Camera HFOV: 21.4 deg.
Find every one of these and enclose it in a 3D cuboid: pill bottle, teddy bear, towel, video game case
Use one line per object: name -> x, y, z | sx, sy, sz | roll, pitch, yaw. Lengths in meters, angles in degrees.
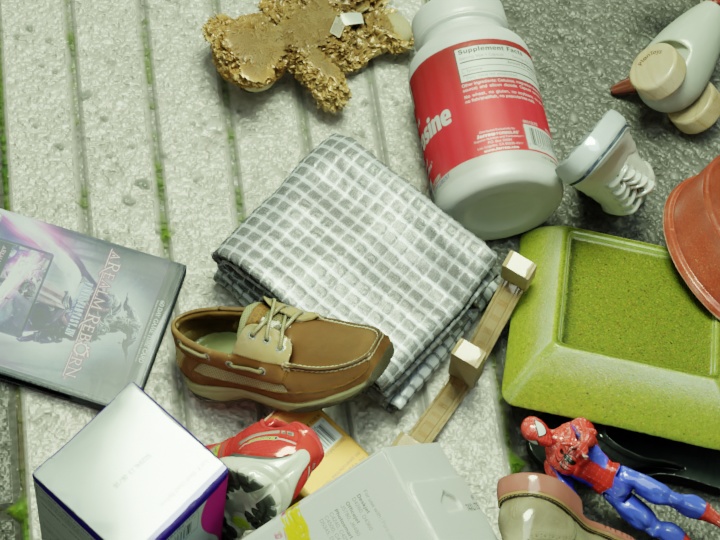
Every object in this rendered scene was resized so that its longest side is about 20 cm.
pill bottle -> 0.103, -0.137, 1.649 | 0.111, 0.113, 0.202 | -6, 62, -10
teddy bear -> -0.044, -0.206, 1.705 | 0.145, 0.067, 0.200 | 45, 59, 6
towel -> 0.000, 0.000, 1.580 | 0.199, 0.086, 0.166 | 37, 65, 13
video game case -> -0.259, 0.030, 1.572 | 0.198, 0.019, 0.144 | 16, 61, 3

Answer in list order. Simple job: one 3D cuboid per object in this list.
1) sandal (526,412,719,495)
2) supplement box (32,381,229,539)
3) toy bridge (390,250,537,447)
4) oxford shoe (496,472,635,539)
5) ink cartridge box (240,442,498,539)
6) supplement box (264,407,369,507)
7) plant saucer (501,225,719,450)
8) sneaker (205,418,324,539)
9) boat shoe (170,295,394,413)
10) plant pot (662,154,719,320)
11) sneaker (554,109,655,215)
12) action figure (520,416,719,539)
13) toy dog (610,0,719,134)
sandal -> 0.235, 0.137, 1.554 | 0.198, 0.048, 0.076 | 5, 61, -3
supplement box -> -0.167, 0.185, 1.396 | 0.103, 0.200, 0.101 | 39, 64, 16
toy bridge -> 0.086, 0.076, 1.556 | 0.027, 0.067, 0.201 | 30, 74, 10
oxford shoe -> 0.160, 0.226, 1.436 | 0.070, 0.200, 0.075 | -18, 49, 35
ink cartridge box -> -0.006, 0.236, 1.362 | 0.199, 0.147, 0.147 | -35, 77, 14
supplement box -> -0.002, 0.190, 1.489 | 0.069, 0.067, 0.200 | -38, 73, -25
plant saucer -> 0.225, 0.041, 1.576 | 0.198, 0.048, 0.201 | 12, 46, 0
sneaker -> -0.081, 0.151, 1.433 | 0.085, 0.200, 0.077 | -42, 103, -24
boat shoe -> -0.070, 0.061, 1.490 | 0.199, 0.074, 0.076 | -5, 39, 34
plant pot -> 0.383, -0.065, 1.561 | 0.199, 0.196, 0.202 | 17, 44, -18
sneaker -> 0.215, -0.085, 1.597 | 0.071, 0.200, 0.073 | 44, 101, 9
action figure -> 0.206, 0.181, 1.486 | 0.199, 0.066, 0.099 | 33, 20, 4
toy dog -> 0.288, -0.217, 1.727 | 0.096, 0.132, 0.200 | 6, 47, 42
